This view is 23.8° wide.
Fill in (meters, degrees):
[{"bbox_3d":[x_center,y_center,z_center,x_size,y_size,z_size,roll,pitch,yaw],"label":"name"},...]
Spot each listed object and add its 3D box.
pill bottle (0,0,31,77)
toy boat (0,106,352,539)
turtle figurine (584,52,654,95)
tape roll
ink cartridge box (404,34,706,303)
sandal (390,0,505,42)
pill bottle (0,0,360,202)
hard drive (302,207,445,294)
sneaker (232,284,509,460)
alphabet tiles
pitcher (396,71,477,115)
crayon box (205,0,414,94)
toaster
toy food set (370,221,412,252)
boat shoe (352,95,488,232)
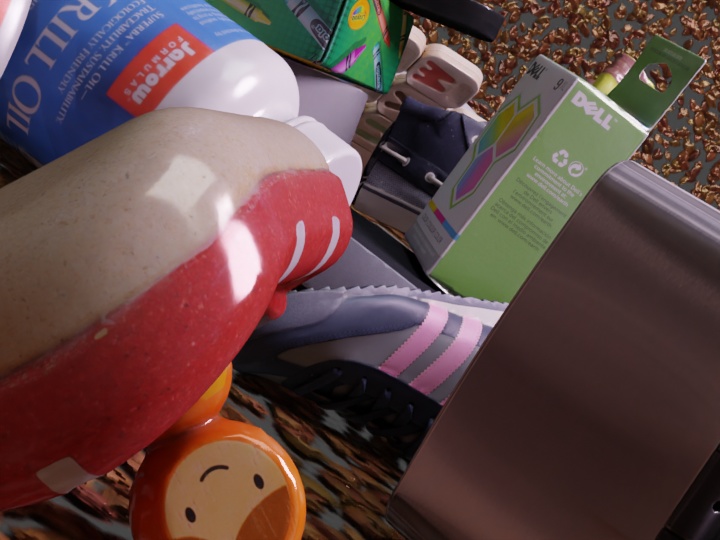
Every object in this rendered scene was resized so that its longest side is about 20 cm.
[{"bbox_3d":[-0.233,-0.127,0.642,0.199,0.113,0.112,28,11,-30],"label":"pill bottle"},{"bbox_3d":[-0.058,0.033,0.490,0.131,0.130,0.200,64,10,1],"label":"toy boat"},{"bbox_3d":[0.139,-0.086,1.263,0.064,0.161,0.200,40,-29,10],"label":"turtle figurine"},{"bbox_3d":[-0.098,-0.122,1.113,0.199,0.066,0.200,21,5,-2],"label":"tape roll"},{"bbox_3d":[0.113,-0.072,1.040,0.059,0.200,0.104,35,8,-14],"label":"ink cartridge box"},{"bbox_3d":[0.003,-0.205,1.090,0.200,0.048,0.075,24,4,1],"label":"sandal"},{"bbox_3d":[-0.100,-0.079,0.814,0.200,0.113,0.112,36,9,16],"label":"pill bottle"},{"bbox_3d":[0.000,0.000,1.037,0.200,0.042,0.135,37,9,18],"label":"hard drive"},{"bbox_3d":[0.025,0.056,0.772,0.199,0.083,0.070,7,-21,-32],"label":"sneaker"},{"bbox_3d":[-0.002,-0.113,1.249,0.195,0.200,0.015,30,51,-17],"label":"alphabet tiles"},{"bbox_3d":[0.070,-0.069,1.477,0.200,0.121,0.172,45,24,-1],"label":"pitcher"},{"bbox_3d":[-0.078,-0.179,1.091,0.199,0.059,0.119,23,5,20],"label":"crayon box"},{"bbox_3d":[0.122,0.071,0.677,0.118,0.181,0.200,35,7,28],"label":"toaster"},{"bbox_3d":[0.096,0.028,1.183,0.143,0.061,0.200,40,10,32],"label":"toy food set"},{"bbox_3d":[0.087,-0.050,1.156,0.199,0.093,0.075,26,4,29],"label":"boat shoe"}]
